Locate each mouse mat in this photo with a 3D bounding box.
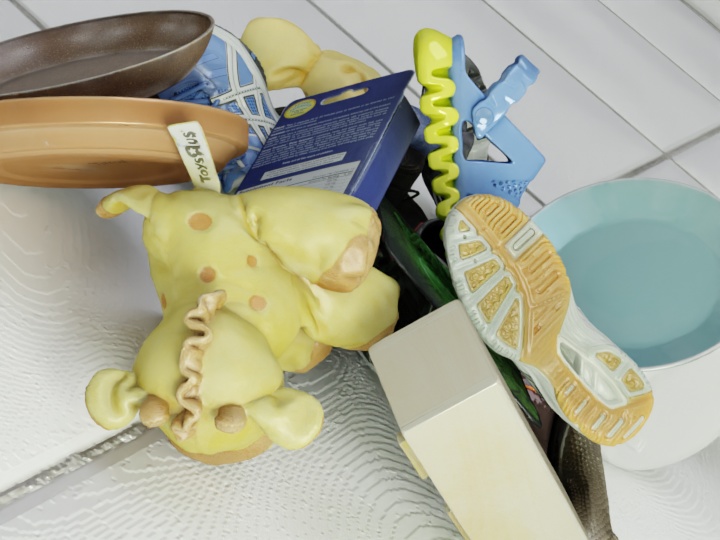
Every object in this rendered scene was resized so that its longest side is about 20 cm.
[{"bbox_3d":[0.062,0.018,1.077,0.161,0.008,0.200,49,7,-13],"label":"mouse mat"}]

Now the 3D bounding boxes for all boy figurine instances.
[{"bbox_3d":[-0.007,-0.131,1.242,0.198,0.065,0.125,25,17,-16],"label":"boy figurine"}]

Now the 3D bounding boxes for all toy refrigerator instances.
[{"bbox_3d":[0.076,0.119,0.959,0.201,0.069,0.076,59,5,-42],"label":"toy refrigerator"}]

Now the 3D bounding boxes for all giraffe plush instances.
[{"bbox_3d":[-0.073,0.040,0.917,0.200,0.171,0.164,50,35,-44],"label":"giraffe plush"}]

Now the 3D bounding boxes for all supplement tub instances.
[{"bbox_3d":[0.210,0.045,1.284,0.144,0.145,0.201,18,30,-36],"label":"supplement tub"}]

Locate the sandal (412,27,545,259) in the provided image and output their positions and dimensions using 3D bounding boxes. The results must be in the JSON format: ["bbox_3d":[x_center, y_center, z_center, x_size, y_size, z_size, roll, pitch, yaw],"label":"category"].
[{"bbox_3d":[0.089,-0.071,1.100,0.086,0.202,0.080,-8,13,0],"label":"sandal"}]

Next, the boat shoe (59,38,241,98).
[{"bbox_3d":[-0.167,-0.146,1.227,0.064,0.072,0.199,10,14,38],"label":"boat shoe"}]

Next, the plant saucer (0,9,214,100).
[{"bbox_3d":[-0.191,-0.133,1.058,0.198,0.032,0.201,-11,21,4],"label":"plant saucer"}]

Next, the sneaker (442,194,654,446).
[{"bbox_3d":[0.112,0.034,1.065,0.201,0.075,0.088,54,-7,-15],"label":"sneaker"}]

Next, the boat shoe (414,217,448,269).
[{"bbox_3d":[0.053,0.023,1.214,0.073,0.063,0.202,34,25,-12],"label":"boat shoe"}]

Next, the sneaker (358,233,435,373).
[{"bbox_3d":[0.000,0.000,1.145,0.086,0.080,0.200,45,5,-31],"label":"sneaker"}]

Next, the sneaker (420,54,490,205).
[{"bbox_3d":[0.079,-0.108,1.391,0.066,0.202,0.091,-23,33,-12],"label":"sneaker"}]

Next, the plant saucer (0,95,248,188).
[{"bbox_3d":[-0.168,-0.076,0.984,0.199,0.199,0.033,3,83,-51],"label":"plant saucer"}]

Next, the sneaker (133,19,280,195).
[{"bbox_3d":[-0.095,-0.106,1.180,0.200,0.075,0.077,47,26,-28],"label":"sneaker"}]

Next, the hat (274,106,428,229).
[{"bbox_3d":[0.000,-0.104,1.345,0.199,0.081,0.201,29,25,-15],"label":"hat"}]

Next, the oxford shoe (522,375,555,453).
[{"bbox_3d":[0.117,0.084,1.172,0.071,0.073,0.201,30,25,-13],"label":"oxford shoe"}]

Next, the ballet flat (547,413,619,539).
[{"bbox_3d":[0.157,0.150,1.111,0.046,0.068,0.201,14,32,-3],"label":"ballet flat"}]

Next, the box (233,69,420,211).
[{"bbox_3d":[-0.033,-0.060,1.095,0.033,0.120,0.201,56,40,-30],"label":"box"}]

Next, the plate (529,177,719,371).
[{"bbox_3d":[0.206,0.006,1.202,0.198,0.026,0.201,-7,45,7],"label":"plate"}]
